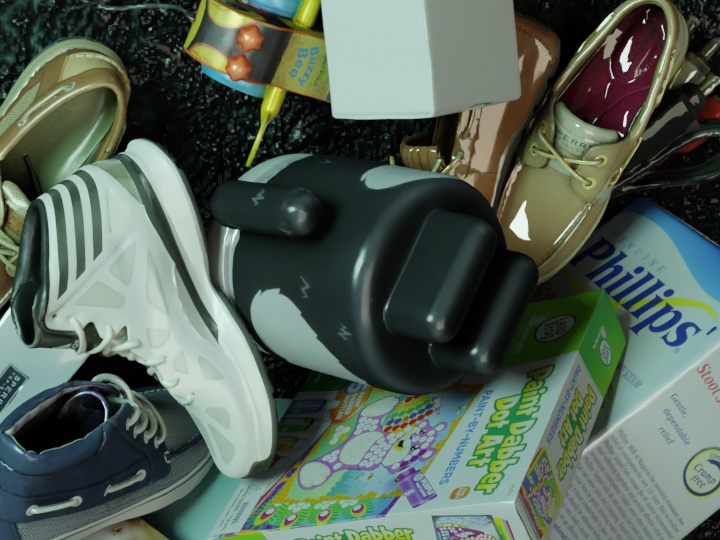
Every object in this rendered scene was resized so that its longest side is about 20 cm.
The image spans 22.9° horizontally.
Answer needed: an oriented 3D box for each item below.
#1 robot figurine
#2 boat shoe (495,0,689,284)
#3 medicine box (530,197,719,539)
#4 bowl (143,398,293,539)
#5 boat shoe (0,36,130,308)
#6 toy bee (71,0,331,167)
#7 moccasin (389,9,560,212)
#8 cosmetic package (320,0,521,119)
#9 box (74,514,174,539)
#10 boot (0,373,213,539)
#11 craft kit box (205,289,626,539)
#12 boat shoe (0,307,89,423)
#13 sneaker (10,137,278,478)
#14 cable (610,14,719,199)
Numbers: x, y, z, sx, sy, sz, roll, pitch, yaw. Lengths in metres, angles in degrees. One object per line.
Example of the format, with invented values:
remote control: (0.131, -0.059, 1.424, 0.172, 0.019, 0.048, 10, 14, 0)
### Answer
robot figurine: (0.000, 0.002, 0.988, 0.125, 0.200, 0.150, -31, 119, -36)
boat shoe: (0.133, -0.084, 1.084, 0.074, 0.066, 0.200, 27, 90, 11)
medicine box: (0.163, 0.074, 1.114, 0.200, 0.182, 0.103, -38, 119, -3)
bowl: (-0.053, 0.192, 1.127, 0.200, 0.105, 0.201, -7, 112, -18)
boat shoe: (-0.197, -0.040, 0.998, 0.076, 0.074, 0.200, 28, 99, -27)
toy bee: (-0.058, -0.120, 0.999, 0.200, 0.109, 0.131, -5, 114, -18)
moccasin: (0.052, -0.066, 1.081, 0.078, 0.074, 0.202, 19, 106, -16)
cosmetic package: (0.028, -0.187, 0.977, 0.102, 0.074, 0.200, -15, 104, -54)
box: (-0.136, 0.217, 1.052, 0.200, 0.060, 0.117, 36, 121, 10)
boot: (-0.138, 0.095, 1.020, 0.200, 0.073, 0.090, -31, 155, -49)
craft kit box: (0.036, 0.097, 1.023, 0.197, 0.200, 0.049, -9, 118, 28)
boat shoe: (-0.225, 0.081, 1.041, 0.072, 0.066, 0.200, 37, 92, -6)
sneaker: (-0.127, 0.040, 0.972, 0.115, 0.076, 0.201, -28, 103, -28)
cable: (0.166, -0.070, 1.147, 0.200, 0.050, 0.097, -38, 117, 9)
